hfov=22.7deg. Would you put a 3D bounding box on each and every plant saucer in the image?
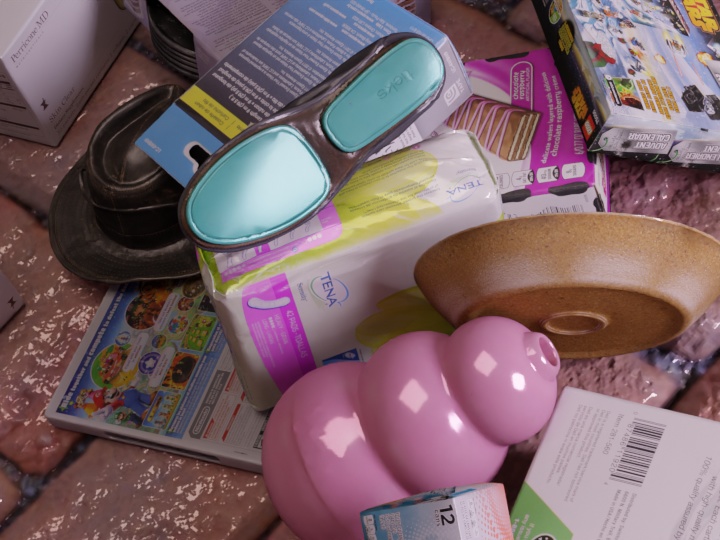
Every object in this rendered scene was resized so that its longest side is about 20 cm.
[{"bbox_3d":[0.132,0.017,1.110,0.198,0.200,0.036,-6,68,17],"label":"plant saucer"}]

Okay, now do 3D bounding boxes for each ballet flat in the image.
[{"bbox_3d":[-0.032,-0.077,1.114,0.199,0.073,0.073,-38,51,-14],"label":"ballet flat"}]

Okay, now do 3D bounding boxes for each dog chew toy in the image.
[{"bbox_3d":[0.035,0.095,1.105,0.199,0.124,0.125,-32,46,25],"label":"dog chew toy"}]

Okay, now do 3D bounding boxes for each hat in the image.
[{"bbox_3d":[-0.155,-0.085,1.353,0.199,0.081,0.202,-10,45,9],"label":"hat"}]

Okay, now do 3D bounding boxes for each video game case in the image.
[{"bbox_3d":[-0.112,0.065,1.277,0.198,0.018,0.144,9,59,26],"label":"video game case"}]

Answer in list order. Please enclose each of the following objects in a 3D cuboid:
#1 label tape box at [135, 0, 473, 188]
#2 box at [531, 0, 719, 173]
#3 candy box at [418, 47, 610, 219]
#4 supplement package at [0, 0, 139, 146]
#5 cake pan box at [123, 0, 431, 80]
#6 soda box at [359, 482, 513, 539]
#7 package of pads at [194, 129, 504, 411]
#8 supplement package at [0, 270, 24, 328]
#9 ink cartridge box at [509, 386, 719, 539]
[{"bbox_3d":[-0.041,-0.110,1.275,0.200,0.066,0.143,-44,49,-8],"label":"label tape box"},{"bbox_3d":[0.198,-0.157,1.262,0.136,0.040,0.201,7,46,-23],"label":"box"},{"bbox_3d":[0.075,-0.082,1.286,0.198,0.061,0.137,-9,51,16],"label":"candy box"},{"bbox_3d":[-0.282,-0.227,1.501,0.155,0.111,0.201,14,61,29],"label":"supplement package"},{"bbox_3d":[-0.072,-0.221,1.423,0.199,0.053,0.184,-28,46,-22],"label":"cake pan box"},{"bbox_3d":[0.058,0.222,0.993,0.063,0.068,0.202,-14,84,29],"label":"soda box"},{"bbox_3d":[0.000,0.000,1.176,0.198,0.155,0.069,-20,54,-4],"label":"package of pads"},{"bbox_3d":[-0.374,-0.004,1.369,0.199,0.110,0.114,26,67,34],"label":"supplement package"},{"bbox_3d":[0.190,0.166,1.041,0.198,0.085,0.147,13,60,28],"label":"ink cartridge box"}]
